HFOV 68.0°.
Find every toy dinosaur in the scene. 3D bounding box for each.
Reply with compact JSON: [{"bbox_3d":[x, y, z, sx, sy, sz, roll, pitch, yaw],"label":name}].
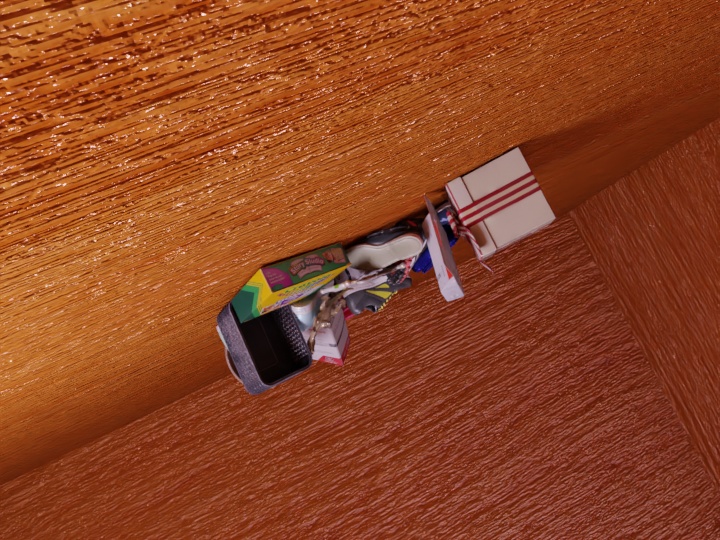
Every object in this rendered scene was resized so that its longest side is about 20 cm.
[{"bbox_3d":[-0.073,0.088,1.198,0.201,0.058,0.101,-57,-178,-28],"label":"toy dinosaur"}]

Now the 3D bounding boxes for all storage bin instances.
[{"bbox_3d":[-0.210,0.150,1.167,0.134,0.202,0.094,-20,171,-38],"label":"storage bin"}]

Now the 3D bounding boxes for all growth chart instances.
[{"bbox_3d":[0.006,0.019,1.205,0.198,0.018,0.144,-17,179,-38],"label":"growth chart"}]

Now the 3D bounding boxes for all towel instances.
[{"bbox_3d":[0.211,-0.079,1.374,0.148,0.049,0.200,-54,-178,-29],"label":"towel"}]

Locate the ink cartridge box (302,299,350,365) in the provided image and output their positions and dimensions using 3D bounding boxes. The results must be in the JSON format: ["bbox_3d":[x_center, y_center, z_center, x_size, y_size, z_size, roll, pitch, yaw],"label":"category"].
[{"bbox_3d":[-0.114,0.153,1.380,0.142,0.084,0.201,10,147,15],"label":"ink cartridge box"}]

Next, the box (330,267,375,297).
[{"bbox_3d":[0.000,0.000,1.399,0.116,0.061,0.200,-20,170,-36],"label":"box"}]

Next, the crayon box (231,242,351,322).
[{"bbox_3d":[-0.143,0.025,1.095,0.199,0.059,0.172,-22,171,-39],"label":"crayon box"}]

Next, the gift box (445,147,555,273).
[{"bbox_3d":[0.278,-0.112,1.100,0.185,0.202,0.184,-26,167,9],"label":"gift box"}]

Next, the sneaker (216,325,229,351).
[{"bbox_3d":[-0.251,0.152,1.359,0.199,0.119,0.074,-26,171,-10],"label":"sneaker"}]

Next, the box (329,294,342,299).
[{"bbox_3d":[-0.034,0.053,1.542,0.198,0.075,0.051,-22,139,-21],"label":"box"}]

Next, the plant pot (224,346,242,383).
[{"bbox_3d":[-0.253,0.213,1.538,0.199,0.202,0.198,-29,179,20],"label":"plant pot"}]

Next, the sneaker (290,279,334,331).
[{"bbox_3d":[-0.114,0.076,1.272,0.073,0.083,0.200,6,-155,19],"label":"sneaker"}]

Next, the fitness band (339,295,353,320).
[{"bbox_3d":[-0.008,0.087,1.475,0.199,0.038,0.143,-34,163,15],"label":"fitness band"}]

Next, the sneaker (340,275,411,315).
[{"bbox_3d":[0.047,0.063,1.367,0.198,0.086,0.074,-13,168,-22],"label":"sneaker"}]

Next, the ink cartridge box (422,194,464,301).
[{"bbox_3d":[0.159,-0.041,1.111,0.047,0.162,0.200,-19,154,15],"label":"ink cartridge box"}]

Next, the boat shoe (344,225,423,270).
[{"bbox_3d":[0.049,-0.056,1.168,0.198,0.075,0.066,-19,-147,33],"label":"boat shoe"}]

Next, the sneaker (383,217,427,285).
[{"bbox_3d":[0.113,-0.047,1.271,0.097,0.071,0.202,-31,152,-38],"label":"sneaker"}]

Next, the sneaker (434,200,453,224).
[{"bbox_3d":[0.248,-0.136,1.250,0.198,0.078,0.076,-20,174,-1],"label":"sneaker"}]
